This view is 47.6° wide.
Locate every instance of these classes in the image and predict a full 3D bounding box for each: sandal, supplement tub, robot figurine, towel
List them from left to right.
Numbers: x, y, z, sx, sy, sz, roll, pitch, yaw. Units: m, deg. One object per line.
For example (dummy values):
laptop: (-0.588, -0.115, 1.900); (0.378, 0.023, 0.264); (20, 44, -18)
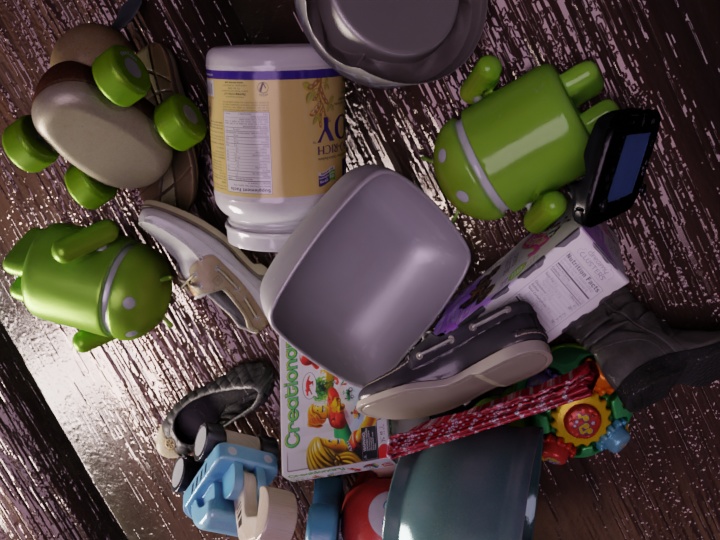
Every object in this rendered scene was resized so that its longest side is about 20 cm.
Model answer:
robot figurine: (-0.313, 0.013, 0.964); (0.197, 0.116, 0.177); (14, 131, 7)
sandal: (-0.216, -0.157, 0.937); (0.079, 0.054, 0.203); (-7, 90, 26)
supplement tub: (-0.086, -0.133, 0.862); (0.143, 0.145, 0.203); (2, 107, 12)
towel: (0.130, 0.129, 0.773); (0.198, 0.144, 0.023); (-22, 82, 17)
robot figurine: (0.160, -0.127, 0.822); (0.198, 0.115, 0.177); (-28, 81, 20)

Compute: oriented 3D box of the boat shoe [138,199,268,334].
boat shoe: (-0.169, -0.001, 0.916); (0.199, 0.074, 0.069); (37, 71, -25)

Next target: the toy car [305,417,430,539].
toy car: (0.037, 0.220, 0.936); (0.182, 0.177, 0.203); (4, 95, 1)

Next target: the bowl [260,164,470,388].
bowl: (0.000, 0.000, 0.840); (0.201, 0.075, 0.199); (-50, 133, -1)

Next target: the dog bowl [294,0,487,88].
dog bowl: (0.025, -0.271, 0.791); (0.197, 0.059, 0.203); (3, 83, -23)

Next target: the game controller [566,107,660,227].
game controller: (0.246, -0.101, 0.772); (0.042, 0.199, 0.105); (30, 113, 22)

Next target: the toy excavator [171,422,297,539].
toy excavator: (-0.137, 0.266, 0.945); (0.099, 0.201, 0.195); (20, 122, -27)

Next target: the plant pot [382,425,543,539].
plant pot: (0.097, 0.242, 0.792); (0.132, 0.200, 0.203); (7, 108, 16)

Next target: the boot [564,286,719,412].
boot: (0.312, 0.060, 0.857); (0.131, 0.198, 0.068); (58, 148, 35)

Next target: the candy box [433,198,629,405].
candy box: (0.170, 0.024, 0.837); (0.200, 0.168, 0.072); (-42, 92, 21)

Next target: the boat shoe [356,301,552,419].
boat shoe: (0.082, 0.087, 0.768); (0.198, 0.063, 0.072); (-24, 145, 25)

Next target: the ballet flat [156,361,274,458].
ballet flat: (-0.190, 0.177, 1.024); (0.199, 0.057, 0.067); (-37, 95, 20)

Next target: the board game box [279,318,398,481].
board game box: (-0.028, 0.126, 0.920); (0.125, 0.035, 0.202); (-13, 61, 16)

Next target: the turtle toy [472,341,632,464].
turtle toy: (0.212, 0.152, 0.892); (0.197, 0.101, 0.148); (-15, 103, 8)

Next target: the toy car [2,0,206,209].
toy car: (-0.274, -0.202, 0.883); (0.163, 0.202, 0.158); (-27, 142, 22)

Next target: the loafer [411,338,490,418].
loafer: (0.116, 0.161, 0.951); (0.070, 0.068, 0.202); (-10, 111, 46)
